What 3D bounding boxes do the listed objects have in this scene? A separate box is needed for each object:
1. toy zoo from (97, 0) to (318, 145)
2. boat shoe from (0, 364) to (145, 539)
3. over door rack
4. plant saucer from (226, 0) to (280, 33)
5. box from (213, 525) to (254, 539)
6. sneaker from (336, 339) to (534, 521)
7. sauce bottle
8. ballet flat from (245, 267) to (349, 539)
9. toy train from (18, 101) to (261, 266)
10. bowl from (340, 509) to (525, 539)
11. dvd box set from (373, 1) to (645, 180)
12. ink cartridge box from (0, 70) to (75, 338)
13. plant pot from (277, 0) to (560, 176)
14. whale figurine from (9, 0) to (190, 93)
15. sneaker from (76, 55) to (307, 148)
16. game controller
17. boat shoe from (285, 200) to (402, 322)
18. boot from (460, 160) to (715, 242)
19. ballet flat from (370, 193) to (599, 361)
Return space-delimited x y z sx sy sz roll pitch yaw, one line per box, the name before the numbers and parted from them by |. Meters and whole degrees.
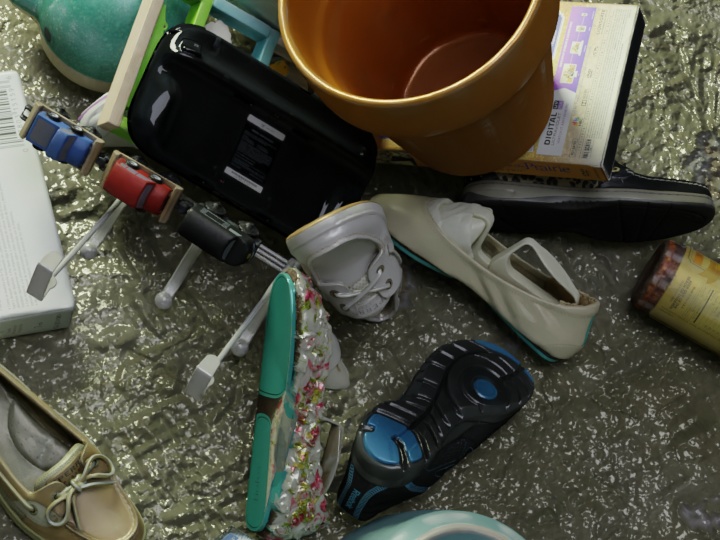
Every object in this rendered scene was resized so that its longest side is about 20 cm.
toy zoo | -0.090 -0.123 1.680 0.199 0.020 0.132 28 70 -27
boat shoe | -0.229 0.127 1.577 0.073 0.063 0.201 -39 80 -27
over door rack | -0.143 0.013 1.625 0.147 0.067 0.200 32 31 4
plant saucer | -0.076 -0.230 1.755 0.050 0.200 0.200 -45 81 16
box | -0.114 0.268 1.515 0.200 0.040 0.137 -37 41 -27
sneaker | 0.051 0.115 1.662 0.073 0.082 0.200 44 43 18
sauce bottle | 0.312 0.048 1.767 0.199 0.066 0.066 30 61 -3
ballet flat | -0.042 0.098 1.612 0.064 0.076 0.201 4 98 -25
toy train | -0.162 -0.061 1.613 0.199 0.034 0.046 31 20 3
bowl | 0.063 0.250 1.578 0.200 0.105 0.202 6 65 -13
dvd box set | 0.112 -0.145 1.757 0.199 0.029 0.147 5 65 22
ink cartridge box | -0.315 -0.041 1.645 0.173 0.044 0.201 -9 69 -18
plant pot | 0.062 -0.166 1.659 0.199 0.183 0.201 -8 63 16
whale figurine | -0.196 -0.237 1.736 0.158 0.104 0.201 -12 67 -20
sneaker | -0.117 -0.108 1.704 0.199 0.075 0.100 -10 76 -29
game controller | -0.077 -0.097 1.655 0.200 0.042 0.105 30 83 -26
boat shoe | 0.000 0.000 1.634 0.071 0.200 0.070 -24 77 9
boot | 0.180 -0.106 1.789 0.202 0.074 0.154 3 64 -3
ballet flat | 0.100 -0.012 1.730 0.200 0.069 0.070 37 61 0
